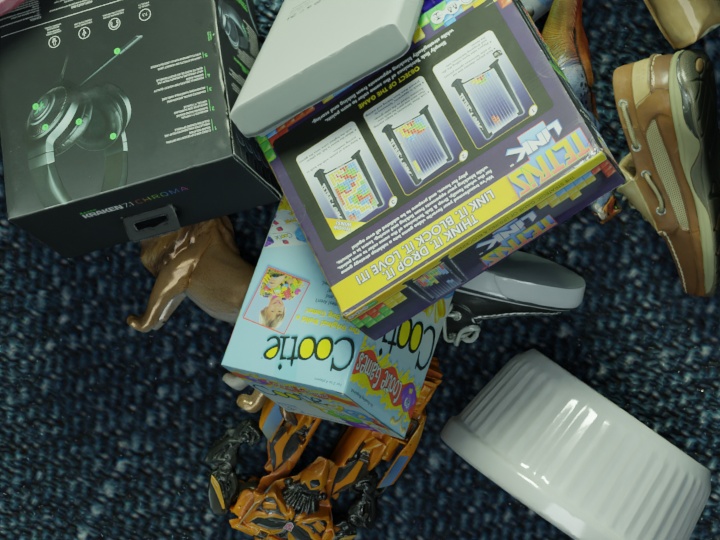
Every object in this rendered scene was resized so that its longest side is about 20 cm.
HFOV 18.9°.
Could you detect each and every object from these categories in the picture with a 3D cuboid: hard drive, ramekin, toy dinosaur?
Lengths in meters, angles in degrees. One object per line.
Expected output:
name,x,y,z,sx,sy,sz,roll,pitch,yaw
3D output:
hard drive,-0.013,-0.170,1.480,0.132,0.200,0.027,-27,111,22
ramekin,0.164,0.139,1.568,0.202,0.202,0.094,35,92,-6
toy dinosaur,0.154,-0.115,1.531,0.200,0.105,0.181,-46,136,15

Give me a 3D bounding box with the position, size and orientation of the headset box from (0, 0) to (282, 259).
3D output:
headset box,-0.158,-0.120,1.509,0.174,0.093,0.201,-16,68,15

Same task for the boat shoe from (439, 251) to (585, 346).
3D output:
boat shoe,0.065,0.020,1.601,0.199,0.074,0.068,6,108,4

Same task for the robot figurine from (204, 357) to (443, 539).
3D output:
robot figurine,-0.030,0.135,1.631,0.145,0.058,0.200,24,110,-17

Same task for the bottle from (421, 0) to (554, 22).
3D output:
bottle,0.066,-0.185,1.551,0.200,0.065,0.084,-37,110,11

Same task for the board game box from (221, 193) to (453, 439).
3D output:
board game box,0.000,0.000,1.509,0.105,0.103,0.201,11,74,31

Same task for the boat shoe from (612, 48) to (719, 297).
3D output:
boat shoe,0.224,-0.072,1.558,0.074,0.076,0.201,0,126,21

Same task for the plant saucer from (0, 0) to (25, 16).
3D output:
plant saucer,-0.275,-0.253,1.521,0.200,0.051,0.201,-8,66,18

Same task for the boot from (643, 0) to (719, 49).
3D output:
boot,0.188,-0.246,1.477,0.066,0.175,0.200,-26,98,22

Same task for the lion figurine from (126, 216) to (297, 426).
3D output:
lion figurine,-0.098,0.014,1.590,0.200,0.072,0.123,34,96,13

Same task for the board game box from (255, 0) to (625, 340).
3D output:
board game box,0.049,-0.077,1.423,0.200,0.057,0.166,-32,62,10
